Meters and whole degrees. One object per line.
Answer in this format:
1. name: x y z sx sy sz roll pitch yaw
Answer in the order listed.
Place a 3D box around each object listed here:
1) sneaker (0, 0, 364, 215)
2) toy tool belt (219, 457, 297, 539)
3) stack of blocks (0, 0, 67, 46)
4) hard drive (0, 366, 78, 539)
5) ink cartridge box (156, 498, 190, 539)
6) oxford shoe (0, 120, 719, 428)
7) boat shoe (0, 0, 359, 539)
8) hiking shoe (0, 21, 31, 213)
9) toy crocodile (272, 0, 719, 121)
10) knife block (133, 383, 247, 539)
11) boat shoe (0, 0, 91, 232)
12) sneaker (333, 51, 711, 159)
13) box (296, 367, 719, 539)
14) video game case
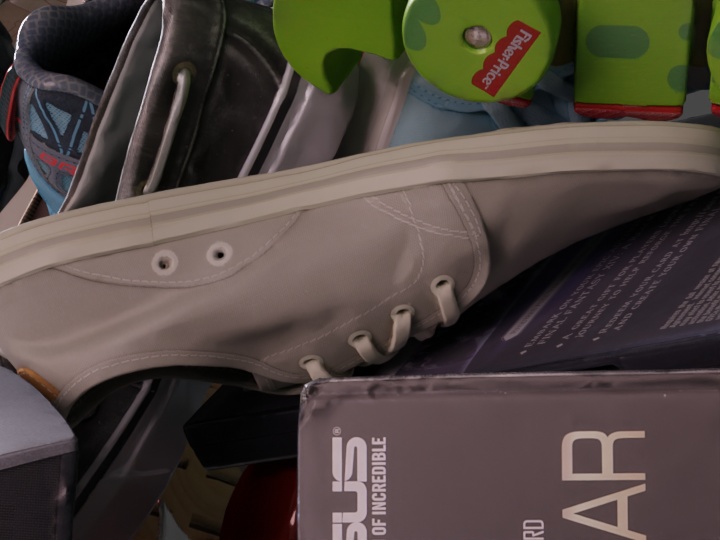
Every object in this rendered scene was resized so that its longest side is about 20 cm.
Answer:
1. sneaker: -0.012 -0.077 0.847 0.200 0.096 0.079 -30 52 -2
2. toy tool belt: 0.015 0.152 0.772 0.125 0.123 0.200 -38 38 45
3. stack of blocks: -0.161 -0.100 1.053 0.200 0.059 0.115 -32 55 30
4. hard drive: -0.110 0.091 0.729 0.200 0.042 0.135 -169 84 -74
5. ink cartridge box: -0.076 0.175 0.800 0.050 0.161 0.200 3 74 5
6. oxford shoe: 0.000 0.000 0.745 0.200 0.075 0.058 -13 82 0
7. boat shoe: -0.076 0.006 0.817 0.200 0.071 0.072 -63 25 14
8. hiking shoe: -0.175 -0.013 0.979 0.074 0.087 0.200 53 134 18
9. toy crocodile: 0.075 -0.065 0.739 0.200 0.062 0.068 5 40 9
10. knife block: -0.131 0.112 0.938 0.175 0.064 0.200 14 84 44
11. boat shoe: -0.069 -0.041 0.939 0.059 0.072 0.200 29 98 39
12. sneaker: 0.078 -0.074 0.794 0.200 0.074 0.082 -47 50 6
13. box: 0.067 0.122 0.641 0.160 0.044 0.200 -1 85 16
14. video game case: 0.064 -0.002 0.770 0.200 0.019 0.143 -13 23 40
